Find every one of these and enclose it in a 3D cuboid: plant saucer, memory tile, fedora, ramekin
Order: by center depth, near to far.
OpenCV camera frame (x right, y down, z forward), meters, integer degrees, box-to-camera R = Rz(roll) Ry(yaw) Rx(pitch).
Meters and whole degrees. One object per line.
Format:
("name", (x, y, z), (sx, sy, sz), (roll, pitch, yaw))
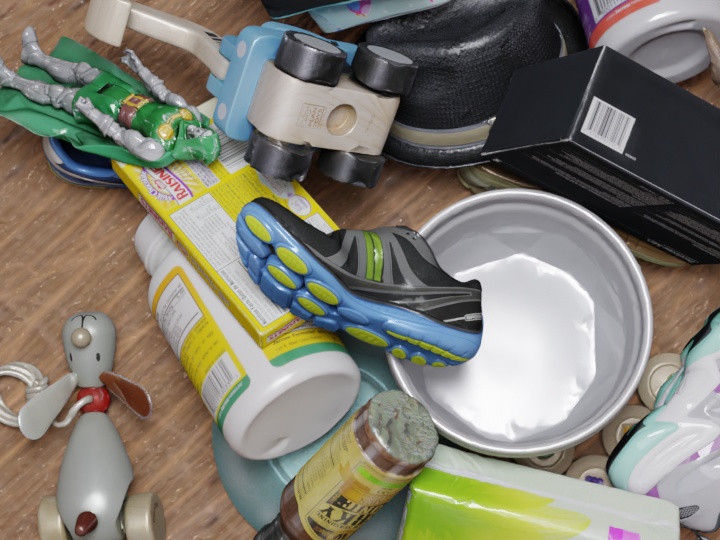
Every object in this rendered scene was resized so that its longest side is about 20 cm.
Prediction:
("ramekin", (0.116, 0.047, 1.255), (0.200, 0.105, 0.201), (0, 76, 1))
("fedora", (0.075, -0.175, 1.275), (0.200, 0.092, 0.201), (-6, 58, 10))
("memory tile", (0.199, 0.149, 1.303), (0.153, 0.017, 0.200), (37, 87, 6))
("plant saucer", (-0.021, 0.129, 1.307), (0.201, 0.039, 0.201), (0, 85, 4))

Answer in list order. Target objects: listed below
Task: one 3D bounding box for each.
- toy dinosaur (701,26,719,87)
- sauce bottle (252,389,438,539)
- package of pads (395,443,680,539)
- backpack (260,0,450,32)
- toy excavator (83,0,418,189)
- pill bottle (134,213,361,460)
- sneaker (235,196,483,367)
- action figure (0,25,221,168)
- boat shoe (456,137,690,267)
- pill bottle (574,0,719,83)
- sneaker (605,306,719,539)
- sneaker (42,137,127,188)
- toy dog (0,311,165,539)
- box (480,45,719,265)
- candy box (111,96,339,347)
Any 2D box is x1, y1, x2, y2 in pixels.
("toy dinosaur", (0.327, -0.138, 1.265), (0.200, 0.136, 0.086), (18, 118, -13))
("sauce bottle", (-0.017, 0.164, 1.225), (0.065, 0.065, 0.200), (46, 132, 6))
("package of pads", (0.123, 0.224, 1.242), (0.200, 0.068, 0.155), (14, 124, 4))
("backpack", (0.007, -0.284, 1.226), (0.176, 0.153, 0.200), (-9, 56, 39))
("toy excavator", (-0.086, -0.149, 1.226), (0.194, 0.200, 0.100), (5, 113, -36))
("pill bottle", (-0.093, 0.035, 1.264), (0.113, 0.113, 0.200), (-35, 61, -1))
("sneaker", (0.000, 0.000, 1.166), (0.199, 0.071, 0.083), (25, 60, -18))
("action figure", (-0.187, -0.125, 1.248), (0.200, 0.055, 0.118), (24, 51, 21))
("boat shoe", (0.173, -0.056, 1.310), (0.200, 0.063, 0.073), (28, 63, 3))
("pill bottle", (0.212, -0.251, 1.283), (0.111, 0.111, 0.200), (-13, 67, 2))
("sneaker", (0.296, 0.116, 1.261), (0.140, 0.078, 0.200), (35, 97, 4))
("sneaker", (-0.158, -0.095, 1.316), (0.200, 0.082, 0.074), (-1, 82, 2))
("toy dog", (-0.215, 0.136, 1.288), (0.132, 0.096, 0.200), (-27, 83, 0))
("box", (0.209, -0.077, 1.191), (0.200, 0.141, 0.079), (26, 78, -19))
("candy box", (-0.090, -0.040, 1.232), (0.102, 0.026, 0.200), (-32, 63, -19))
